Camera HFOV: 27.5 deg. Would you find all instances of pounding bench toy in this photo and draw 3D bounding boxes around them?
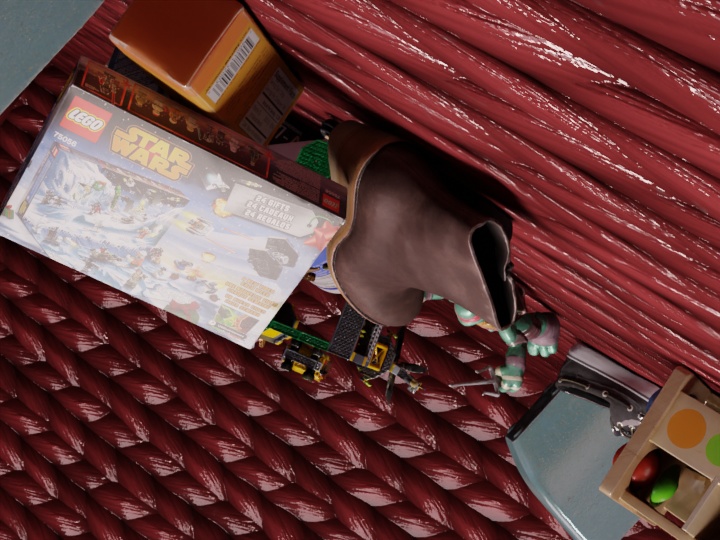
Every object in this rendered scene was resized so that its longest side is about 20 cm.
[{"bbox_3d":[0.316,0.189,1.258,0.156,0.125,0.200,32,178,36],"label":"pounding bench toy"}]

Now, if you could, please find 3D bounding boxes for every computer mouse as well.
[{"bbox_3d":[0.035,-0.062,1.094,0.200,0.034,0.059,33,179,41],"label":"computer mouse"}]

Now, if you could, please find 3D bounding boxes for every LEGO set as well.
[{"bbox_3d":[0.000,0.000,1.208,0.153,0.201,0.116,11,172,29],"label":"LEGO set"}]

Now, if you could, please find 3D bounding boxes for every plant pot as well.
[{"bbox_3d":[0.323,0.267,2.130,0.200,0.196,0.196,44,178,0],"label":"plant pot"},{"bbox_3d":[-0.378,-0.246,1.262,0.200,0.196,0.196,44,173,-31],"label":"plant pot"}]

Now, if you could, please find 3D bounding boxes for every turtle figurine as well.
[{"bbox_3d":[0.121,0.047,1.431,0.150,0.101,0.200,48,-161,21],"label":"turtle figurine"}]

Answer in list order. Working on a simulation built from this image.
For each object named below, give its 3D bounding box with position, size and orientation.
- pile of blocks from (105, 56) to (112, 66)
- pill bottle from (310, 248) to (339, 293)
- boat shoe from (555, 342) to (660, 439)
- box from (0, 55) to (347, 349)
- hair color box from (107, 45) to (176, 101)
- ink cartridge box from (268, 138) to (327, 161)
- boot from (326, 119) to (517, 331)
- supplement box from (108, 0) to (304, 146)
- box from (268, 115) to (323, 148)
[{"bbox_3d":[-0.198,-0.145,1.452,0.200,0.062,0.082,33,178,35],"label":"pile of blocks"},{"bbox_3d":[-0.037,-0.040,1.692,0.112,0.112,0.200,32,178,37],"label":"pill bottle"},{"bbox_3d":[0.286,0.146,1.567,0.200,0.066,0.070,33,178,39],"label":"boat shoe"},{"bbox_3d":[-0.127,-0.041,0.985,0.199,0.137,0.040,26,-144,-18],"label":"box"},{"bbox_3d":[-0.151,-0.102,1.098,0.200,0.060,0.100,-91,-16,-60],"label":"hair color box"},{"bbox_3d":[-0.090,-0.064,1.319,0.199,0.039,0.100,-3,135,32],"label":"ink cartridge box"},{"bbox_3d":[0.044,0.002,1.023,0.166,0.072,0.201,41,156,40],"label":"boot"},{"bbox_3d":[-0.097,-0.137,0.983,0.066,0.069,0.200,34,177,11],"label":"supplement box"},{"bbox_3d":[-0.112,-0.078,1.381,0.160,0.044,0.200,34,142,-10],"label":"box"}]
